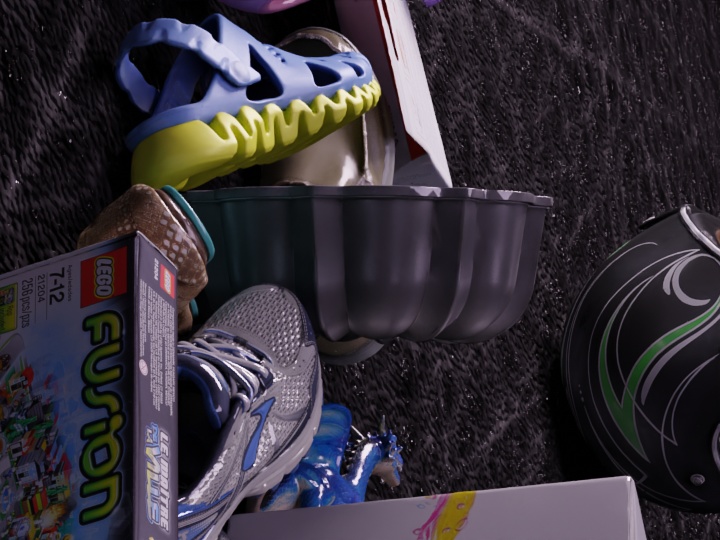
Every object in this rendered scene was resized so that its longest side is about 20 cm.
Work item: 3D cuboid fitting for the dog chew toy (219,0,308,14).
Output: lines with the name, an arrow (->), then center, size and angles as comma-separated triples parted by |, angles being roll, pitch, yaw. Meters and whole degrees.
dog chew toy -> -0.067, -0.249, 1.432 | 0.201, 0.124, 0.124 | 67, 20, 4

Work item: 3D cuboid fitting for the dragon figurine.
dragon figurine -> -0.031, 0.105, 1.324 | 0.200, 0.058, 0.100 | 35, 42, -60

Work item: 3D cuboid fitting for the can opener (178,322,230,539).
can opener -> -0.071, 0.111, 1.201 | 0.053, 0.066, 0.201 | 59, 32, -42

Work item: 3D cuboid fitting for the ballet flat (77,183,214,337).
ballet flat -> -0.110, 0.005, 1.172 | 0.071, 0.065, 0.200 | 54, -11, 6

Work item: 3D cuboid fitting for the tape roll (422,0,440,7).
tape roll -> 0.024, -0.275, 1.667 | 0.201, 0.065, 0.200 | 62, 3, -6

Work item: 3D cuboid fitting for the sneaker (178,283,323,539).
sneaker -> -0.067, 0.065, 1.147 | 0.200, 0.077, 0.086 | -61, 164, -45

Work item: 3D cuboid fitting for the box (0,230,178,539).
box -> -0.127, 0.089, 1.020 | 0.035, 0.109, 0.201 | 46, 33, -50

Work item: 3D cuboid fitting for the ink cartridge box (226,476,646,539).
ink cartridge box -> 0.043, 0.205, 1.200 | 0.147, 0.198, 0.147 | -84, 164, -46

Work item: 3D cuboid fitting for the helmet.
helmet -> 0.241, 0.073, 1.866 | 0.199, 0.191, 0.200 | 33, 15, -10

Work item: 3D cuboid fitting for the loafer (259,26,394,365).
loafer -> -0.021, -0.050, 1.449 | 0.070, 0.075, 0.201 | 36, 42, -65

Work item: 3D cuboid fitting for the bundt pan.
bundt pan -> 0.000, 0.000, 1.310 | 0.202, 0.200, 0.076 | 4, 85, -68

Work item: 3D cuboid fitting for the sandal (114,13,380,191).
sandal -> -0.061, -0.099, 1.354 | 0.200, 0.079, 0.088 | -19, 82, -57

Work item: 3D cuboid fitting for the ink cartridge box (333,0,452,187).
ink cartridge box -> 0.007, -0.136, 1.566 | 0.200, 0.047, 0.161 | 39, 38, -78
